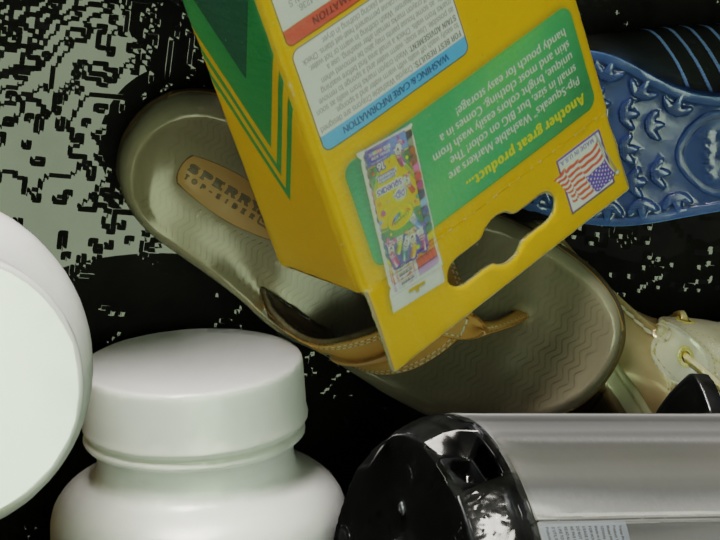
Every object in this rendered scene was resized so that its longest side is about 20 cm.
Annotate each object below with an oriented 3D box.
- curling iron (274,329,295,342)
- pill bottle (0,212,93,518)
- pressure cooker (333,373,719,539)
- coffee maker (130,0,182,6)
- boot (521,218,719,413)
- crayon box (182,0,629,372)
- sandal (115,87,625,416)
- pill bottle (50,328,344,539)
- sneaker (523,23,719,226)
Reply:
[{"bbox_3d":[0.003,-0.069,1.065,0.049,0.026,0.201,11,102,-11],"label":"curling iron"},{"bbox_3d":[-0.151,0.028,0.949,0.110,0.200,0.112,-1,95,-17],"label":"pill bottle"},{"bbox_3d":[0.103,0.137,0.978,0.199,0.179,0.177,0,104,-20],"label":"pressure cooker"},{"bbox_3d":[-0.097,-0.202,0.964,0.191,0.134,0.201,2,107,-43],"label":"coffee maker"},{"bbox_3d":[0.157,0.022,1.107,0.155,0.072,0.200,-44,93,-11],"label":"boot"},{"bbox_3d":[0.011,-0.084,0.975,0.126,0.051,0.201,-37,123,-27],"label":"crayon box"},{"bbox_3d":[0.000,0.000,1.036,0.199,0.054,0.081,28,102,-3],"label":"sandal"},{"bbox_3d":[-0.058,0.129,1.056,0.111,0.112,0.201,-7,106,-13],"label":"pill bottle"},{"bbox_3d":[0.128,-0.059,1.086,0.199,0.078,0.071,3,107,6],"label":"sneaker"}]
